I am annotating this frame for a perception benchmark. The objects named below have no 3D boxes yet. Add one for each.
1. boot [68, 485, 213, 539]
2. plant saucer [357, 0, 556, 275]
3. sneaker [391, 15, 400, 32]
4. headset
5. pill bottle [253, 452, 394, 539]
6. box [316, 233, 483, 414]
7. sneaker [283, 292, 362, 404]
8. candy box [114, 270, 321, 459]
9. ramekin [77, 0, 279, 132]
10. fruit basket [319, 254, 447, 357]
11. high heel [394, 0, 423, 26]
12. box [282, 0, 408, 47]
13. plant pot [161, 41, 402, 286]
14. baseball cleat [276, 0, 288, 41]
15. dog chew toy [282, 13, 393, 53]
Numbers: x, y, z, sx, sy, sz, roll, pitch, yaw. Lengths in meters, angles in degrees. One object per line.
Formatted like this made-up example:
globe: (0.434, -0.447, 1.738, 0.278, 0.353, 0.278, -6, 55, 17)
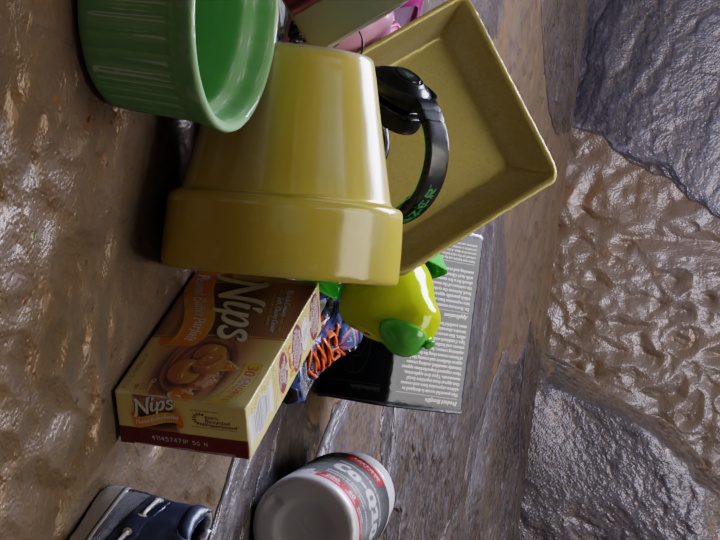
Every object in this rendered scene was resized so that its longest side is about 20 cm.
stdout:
boot: (-0.184, 0.240, 1.385, 0.200, 0.090, 0.073, -65, 157, -51)
plant saucer: (0.058, -0.125, 1.696, 0.201, 0.199, 0.048, 62, -20, -8)
sneaker: (-0.010, -0.244, 1.822, 0.081, 0.088, 0.201, -20, 111, -44)
headset: (0.001, -0.135, 1.589, 0.094, 0.123, 0.201, 4, 55, -45)
pill bottle: (-0.032, 0.257, 1.928, 0.200, 0.113, 0.115, -17, 113, -74)
box: (0.042, 0.051, 2.003, 0.107, 0.148, 0.201, 10, 86, -32)
sneaker: (-0.040, 0.066, 1.888, 0.200, 0.078, 0.076, -67, 157, -49)
candy box: (-0.116, 0.075, 1.525, 0.200, 0.115, 0.056, -61, 154, -56)
ramekin: (-0.136, -0.208, 1.363, 0.200, 0.097, 0.201, 6, 90, -75)
fruit basket: (0.000, 0.000, 1.780, 0.216, 0.155, 0.217, 41, 41, -50)
high heel: (0.036, -0.268, 2.017, 0.200, 0.067, 0.097, 132, -42, -77)
box: (-0.030, -0.306, 1.537, 0.201, 0.109, 0.128, 59, 24, -11)
plant pot: (-0.059, -0.088, 1.509, 0.201, 0.200, 0.190, 8, 87, -75)
baseball cleat: (-0.086, -0.179, 1.624, 0.107, 0.069, 0.201, -62, 155, -54)
dog chew toy: (-0.032, -0.292, 1.697, 0.124, 0.124, 0.201, 0, 89, -75)
